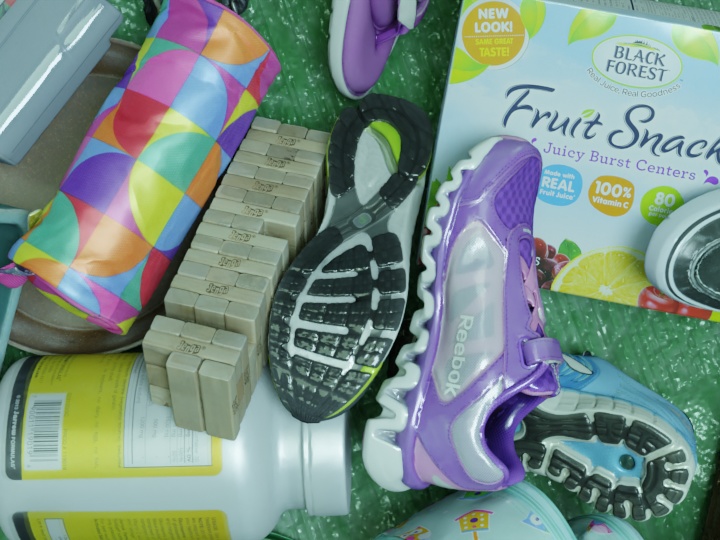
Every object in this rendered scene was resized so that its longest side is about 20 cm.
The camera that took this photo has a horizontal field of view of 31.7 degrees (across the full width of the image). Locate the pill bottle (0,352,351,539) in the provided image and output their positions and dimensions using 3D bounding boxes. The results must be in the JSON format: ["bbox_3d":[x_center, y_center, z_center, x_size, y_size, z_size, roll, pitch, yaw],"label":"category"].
[{"bbox_3d":[-0.106,0.104,0.741,0.198,0.112,0.113,-1,85,2],"label":"pill bottle"}]

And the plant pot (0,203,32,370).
[{"bbox_3d":[-0.338,0.028,0.712,0.198,0.196,0.198,20,97,22],"label":"plant pot"}]

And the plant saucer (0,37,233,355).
[{"bbox_3d":[-0.173,-0.045,0.797,0.198,0.034,0.203,0,84,4],"label":"plant saucer"}]

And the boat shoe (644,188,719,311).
[{"bbox_3d":[0.254,0.002,0.691,0.197,0.068,0.074,7,112,-20],"label":"boat shoe"}]

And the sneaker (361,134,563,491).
[{"bbox_3d":[0.072,0.030,0.675,0.088,0.080,0.202,14,87,32],"label":"sneaker"}]

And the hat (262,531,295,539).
[{"bbox_3d":[-0.070,0.232,0.694,0.198,0.176,0.167,-18,84,1],"label":"hat"}]

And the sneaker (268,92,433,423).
[{"bbox_3d":[0.000,0.000,0.733,0.073,0.081,0.201,14,62,9],"label":"sneaker"}]

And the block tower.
[{"bbox_3d":[-0.064,-0.005,0.723,0.053,0.058,0.201,12,48,9],"label":"block tower"}]

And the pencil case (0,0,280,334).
[{"bbox_3d":[-0.127,-0.062,0.729,0.088,0.088,0.201,31,81,5],"label":"pencil case"}]

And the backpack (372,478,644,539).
[{"bbox_3d":[0.094,0.210,0.694,0.153,0.176,0.201,-32,85,-18],"label":"backpack"}]

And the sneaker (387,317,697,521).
[{"bbox_3d":[0.107,0.081,0.759,0.199,0.090,0.079,24,113,20],"label":"sneaker"}]

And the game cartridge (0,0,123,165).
[{"bbox_3d":[-0.258,-0.158,0.788,0.199,0.041,0.134,35,88,18],"label":"game cartridge"}]

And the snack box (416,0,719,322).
[{"bbox_3d":[0.143,-0.072,0.738,0.198,0.068,0.170,11,113,2],"label":"snack box"}]

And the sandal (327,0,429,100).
[{"bbox_3d":[0.034,-0.198,0.764,0.049,0.082,0.204,24,97,27],"label":"sandal"}]

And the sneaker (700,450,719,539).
[{"bbox_3d":[0.274,0.118,0.746,0.111,0.071,0.202,16,85,1],"label":"sneaker"}]

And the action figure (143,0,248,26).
[{"bbox_3d":[-0.128,-0.210,0.727,0.118,0.200,0.103,-27,74,3],"label":"action figure"}]
